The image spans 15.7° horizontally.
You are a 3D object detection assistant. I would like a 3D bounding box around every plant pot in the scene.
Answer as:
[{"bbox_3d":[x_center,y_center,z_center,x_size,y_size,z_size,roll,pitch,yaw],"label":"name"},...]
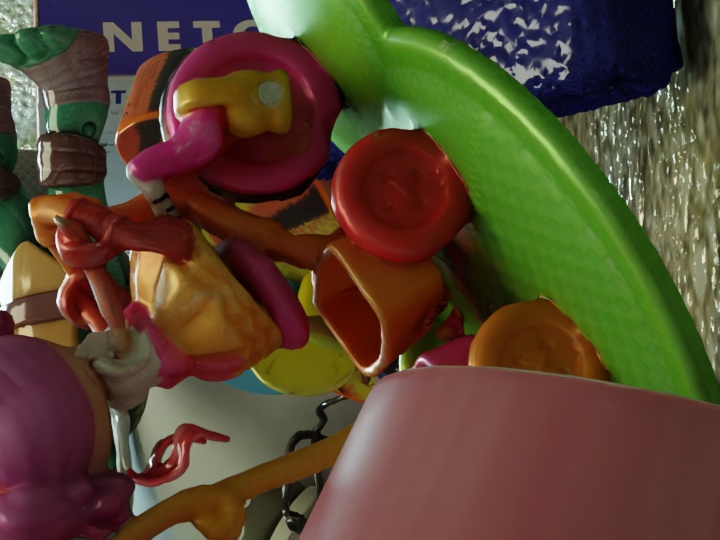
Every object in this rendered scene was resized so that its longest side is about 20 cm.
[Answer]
[{"bbox_3d":[0.042,0.123,0.513,0.200,0.199,0.180,117,167,-77],"label":"plant pot"}]

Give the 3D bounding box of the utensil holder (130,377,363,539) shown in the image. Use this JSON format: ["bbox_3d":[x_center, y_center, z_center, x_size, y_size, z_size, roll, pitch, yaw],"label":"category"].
[{"bbox_3d":[-0.020,0.047,1.092,0.171,0.169,0.201,-97,10,-45],"label":"utensil holder"}]

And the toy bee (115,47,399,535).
[{"bbox_3d":[0.000,0.000,0.896,0.200,0.108,0.132,51,-145,-57],"label":"toy bee"}]

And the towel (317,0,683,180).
[{"bbox_3d":[0.036,-0.136,0.811,0.147,0.049,0.202,-12,72,40],"label":"towel"}]

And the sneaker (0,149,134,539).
[{"bbox_3d":[-0.134,0.053,1.092,0.080,0.070,0.202,170,99,-77],"label":"sneaker"}]

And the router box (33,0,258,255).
[{"bbox_3d":[-0.046,-0.048,1.155,0.180,0.198,0.049,97,169,-54],"label":"router box"}]

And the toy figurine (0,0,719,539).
[{"bbox_3d":[-0.042,0.030,0.636,0.200,0.183,0.150,53,161,13],"label":"toy figurine"}]

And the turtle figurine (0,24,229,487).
[{"bbox_3d":[-0.123,0.018,0.975,0.101,0.149,0.202,14,-115,-62],"label":"turtle figurine"}]

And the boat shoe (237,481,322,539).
[{"bbox_3d":[-0.070,0.151,1.038,0.072,0.060,0.202,-36,-23,-52],"label":"boat shoe"}]
